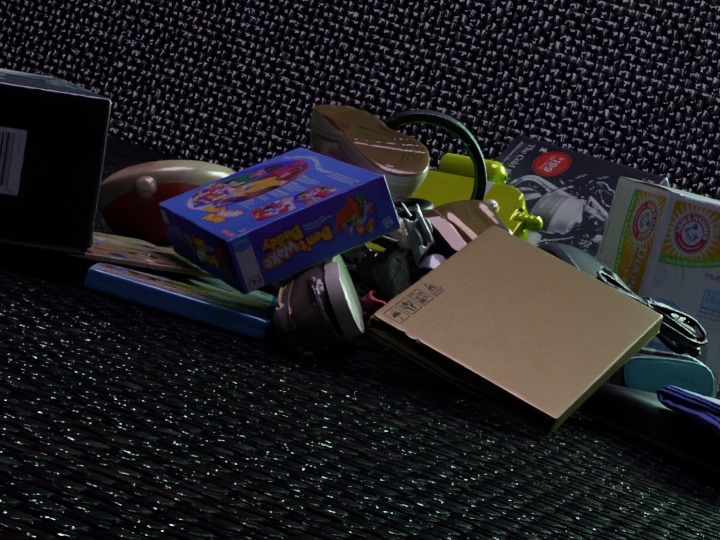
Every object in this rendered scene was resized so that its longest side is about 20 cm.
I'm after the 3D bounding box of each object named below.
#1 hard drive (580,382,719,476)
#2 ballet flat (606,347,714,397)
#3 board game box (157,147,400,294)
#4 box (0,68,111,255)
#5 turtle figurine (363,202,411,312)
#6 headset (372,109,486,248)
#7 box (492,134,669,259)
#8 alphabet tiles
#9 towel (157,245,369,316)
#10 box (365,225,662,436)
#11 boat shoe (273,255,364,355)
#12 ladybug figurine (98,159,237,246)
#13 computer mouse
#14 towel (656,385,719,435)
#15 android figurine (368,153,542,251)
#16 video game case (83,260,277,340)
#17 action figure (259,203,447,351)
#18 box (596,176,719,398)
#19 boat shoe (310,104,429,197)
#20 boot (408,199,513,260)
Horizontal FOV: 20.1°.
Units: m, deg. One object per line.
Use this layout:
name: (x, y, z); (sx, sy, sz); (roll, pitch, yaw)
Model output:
hard drive: (0.289, 0.137, 1.607); (0.139, 0.033, 0.200); (13, 6, -37)
ballet flat: (0.209, 0.092, 1.770); (0.199, 0.075, 0.074); (17, 4, -15)
board game box: (-0.068, -0.043, 1.609); (0.134, 0.045, 0.200); (-23, 17, -15)
box: (-0.313, -0.096, 1.556); (0.199, 0.125, 0.197); (7, 6, -21)
turtle figurine: (0.070, 0.023, 1.802); (0.199, 0.101, 0.150); (30, 10, -17)
headset: (0.021, -0.065, 1.869); (0.124, 0.199, 0.094); (59, 10, -9)
box: (0.183, -0.018, 1.998); (0.182, 0.200, 0.104); (20, -38, 34)
alphabet tiles: (-0.205, -0.018, 1.649); (0.199, 0.006, 0.166); (10, 6, -31)
towel: (-0.086, 0.006, 1.871); (0.146, 0.030, 0.200); (18, 5, 24)
box: (0.122, 0.041, 1.554); (0.163, 0.021, 0.200); (29, 33, 19)
boat shoe: (-0.033, 0.027, 1.564); (0.059, 0.072, 0.200); (-22, 5, 2)
ladybug figurine: (-0.172, -0.055, 1.875); (0.135, 0.072, 0.200); (-10, -7, 12)
computer mouse: (0.202, 0.014, 1.743); (0.138, 0.053, 0.200); (27, -4, -28)
towel: (0.336, 0.131, 1.549); (0.199, 0.024, 0.145); (17, 2, -15)
android figurine: (0.078, -0.043, 1.953); (0.199, 0.182, 0.041); (13, -42, 34)
video game case: (-0.137, 0.017, 1.609); (0.142, 0.018, 0.200); (17, 4, -2)
action figure: (0.000, 0.000, 1.690); (0.199, 0.131, 0.069); (8, 23, 37)
box: (0.279, 0.026, 1.872); (0.112, 0.201, 0.101); (15, 5, -23)
boat shoe: (0.005, -0.086, 1.691); (0.071, 0.065, 0.200); (7, 15, -18)
boot: (0.124, 0.020, 1.672); (0.075, 0.074, 0.200); (-22, 66, -32)
